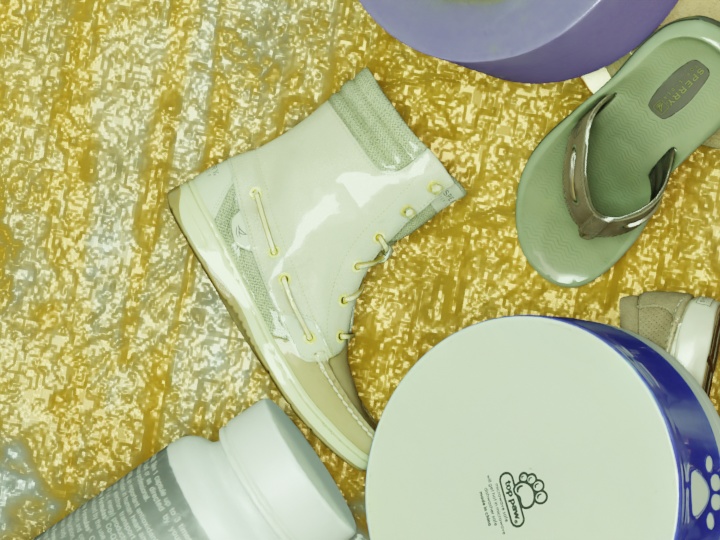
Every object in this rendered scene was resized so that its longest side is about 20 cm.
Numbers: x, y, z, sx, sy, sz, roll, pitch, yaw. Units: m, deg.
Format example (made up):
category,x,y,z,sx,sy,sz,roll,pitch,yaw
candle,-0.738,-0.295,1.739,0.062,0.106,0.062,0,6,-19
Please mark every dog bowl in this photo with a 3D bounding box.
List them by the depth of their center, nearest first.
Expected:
category,x,y,z,sx,sy,sz,roll,pitch,yaw
dog bowl,0.104,0.126,1.153,0.199,0.079,0.201,-4,82,32

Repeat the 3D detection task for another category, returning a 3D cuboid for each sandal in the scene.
category,x,y,z,sx,sy,sz,roll,pitch,yaw
sandal,0.144,-0.062,1.159,0.080,0.057,0.201,31,133,-2

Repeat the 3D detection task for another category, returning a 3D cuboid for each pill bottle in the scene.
category,x,y,z,sx,sy,sz,roll,pitch,yaw
pill bottle,-0.109,0.168,1.189,0.200,0.113,0.113,-35,91,4

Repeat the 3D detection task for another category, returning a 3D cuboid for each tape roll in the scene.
category,x,y,z,sx,sy,sz,roll,pitch,yaw
tape roll,0.088,-0.208,1.140,0.199,0.085,0.201,-2,86,30

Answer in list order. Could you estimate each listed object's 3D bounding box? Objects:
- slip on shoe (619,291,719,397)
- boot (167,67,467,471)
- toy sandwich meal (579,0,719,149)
category,x,y,z,sx,sy,sz,roll,pitch,yaw
slip on shoe,0.166,0.111,1.199,0.060,0.076,0.201,9,93,15
boot,0.000,0.000,1.202,0.154,0.072,0.201,-33,90,0
toy sandwich meal,0.212,-0.159,1.192,0.204,0.070,0.207,0,92,-2
